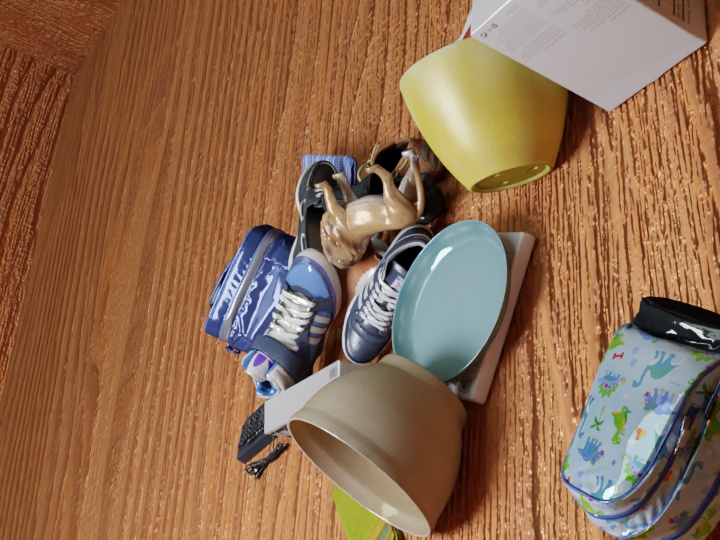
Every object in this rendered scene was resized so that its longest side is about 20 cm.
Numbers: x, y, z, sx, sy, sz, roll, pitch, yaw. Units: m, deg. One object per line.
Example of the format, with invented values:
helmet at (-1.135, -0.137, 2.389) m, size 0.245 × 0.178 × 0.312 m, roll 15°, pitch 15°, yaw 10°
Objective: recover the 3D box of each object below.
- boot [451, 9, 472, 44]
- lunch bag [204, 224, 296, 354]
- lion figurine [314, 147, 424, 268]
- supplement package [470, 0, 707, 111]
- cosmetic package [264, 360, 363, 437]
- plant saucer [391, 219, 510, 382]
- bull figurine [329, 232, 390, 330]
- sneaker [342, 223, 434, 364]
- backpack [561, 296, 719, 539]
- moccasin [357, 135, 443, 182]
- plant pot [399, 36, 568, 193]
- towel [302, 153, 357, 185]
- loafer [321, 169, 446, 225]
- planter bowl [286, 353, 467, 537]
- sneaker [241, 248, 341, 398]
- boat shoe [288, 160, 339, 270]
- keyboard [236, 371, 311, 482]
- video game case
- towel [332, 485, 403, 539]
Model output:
boot at (0.154, -0.252, 1.667) m, size 0.200 × 0.072 × 0.146 m, roll 133°, pitch 148°, yaw -53°
lunch bag at (-0.146, 0.036, 1.905) m, size 0.202 × 0.131 × 0.136 m, roll -63°, pitch -10°, yaw 7°
lion figurine at (0.018, -0.074, 1.650) m, size 0.199 × 0.124 × 0.072 m, roll -14°, pitch 13°, yaw 41°
supplement package at (0.242, -0.302, 1.372) m, size 0.152 × 0.199 × 0.152 m, roll -36°, pitch 39°, yaw 48°
cosmetic package at (-0.045, 0.176, 1.702) m, size 0.200 × 0.082 × 0.051 m, roll -34°, pitch 52°, yaw 51°
plant saucer at (0.109, 0.040, 1.498) m, size 0.200 × 0.027 × 0.202 m, roll -35°, pitch 43°, yaw 40°
bull figurine at (0.000, 0.000, 1.777) m, size 0.200 × 0.065 × 0.122 m, roll -44°, pitch 30°, yaw 38°
sneaker at (0.035, 0.037, 1.638) m, size 0.201 × 0.070 × 0.109 m, roll -61°, pitch 5°, yaw 8°
backpack at (0.259, 0.134, 1.091) m, size 0.163 × 0.152 × 0.202 m, roll 27°, pitch 107°, yaw 58°
moccasin at (0.043, -0.145, 1.783) m, size 0.201 × 0.077 × 0.074 m, roll -1°, pitch 69°, yaw 68°
plant pot at (0.158, -0.173, 1.489) m, size 0.200 × 0.198 × 0.144 m, roll -29°, pitch 71°, yaw 53°
towel at (-0.052, -0.102, 1.952) m, size 0.200 × 0.024 × 0.147 m, roll -167°, pitch 77°, yaw -65°
loafer at (0.026, -0.104, 1.727) m, size 0.199 × 0.071 × 0.068 m, roll 4°, pitch 33°, yaw 41°
planter bowl at (0.035, 0.181, 1.444) m, size 0.135 × 0.200 × 0.200 m, roll -50°, pitch 19°, yaw -21°
sneaker at (-0.098, 0.084, 1.734) m, size 0.146 × 0.080 × 0.201 m, roll -45°, pitch -26°, yaw -43°
boat shoe at (-0.054, -0.076, 1.822) m, size 0.060 × 0.075 × 0.202 m, roll 137°, pitch 142°, yaw -54°
keyboard at (-0.131, 0.232, 1.905) m, size 0.200 × 0.020 × 0.128 m, roll -45°, pitch 34°, yaw 42°
video game case at (0.123, 0.052, 1.536) m, size 0.182 × 0.024 × 0.202 m, roll 2°, pitch 73°, yaw 64°
towel at (0.004, 0.304, 1.580) m, size 0.087 × 0.018 × 0.200 m, roll -58°, pitch 27°, yaw 19°
